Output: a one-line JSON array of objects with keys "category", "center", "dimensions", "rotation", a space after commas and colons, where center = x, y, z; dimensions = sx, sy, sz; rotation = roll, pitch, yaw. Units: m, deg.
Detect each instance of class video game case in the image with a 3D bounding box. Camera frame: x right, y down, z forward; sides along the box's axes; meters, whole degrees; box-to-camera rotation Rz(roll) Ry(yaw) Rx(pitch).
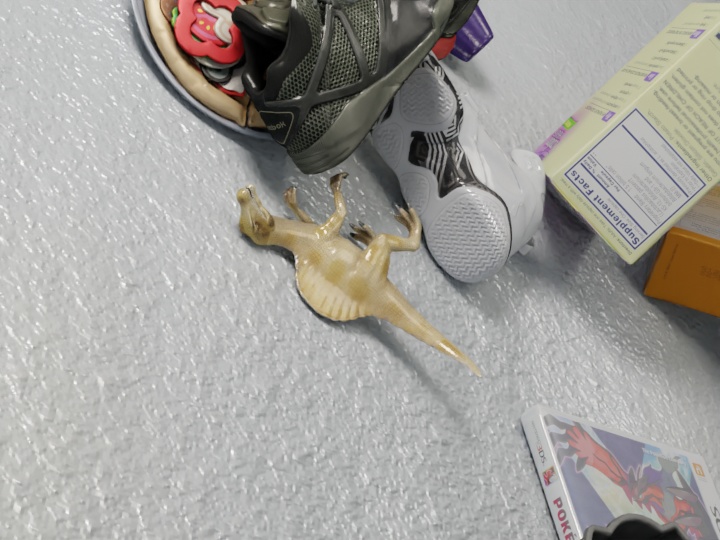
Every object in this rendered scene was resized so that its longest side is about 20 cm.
[{"category": "video game case", "center": [0.211, 0.195, 1.091], "dimensions": [0.200, 0.023, 0.182], "rotation": [19, 42, -38]}]

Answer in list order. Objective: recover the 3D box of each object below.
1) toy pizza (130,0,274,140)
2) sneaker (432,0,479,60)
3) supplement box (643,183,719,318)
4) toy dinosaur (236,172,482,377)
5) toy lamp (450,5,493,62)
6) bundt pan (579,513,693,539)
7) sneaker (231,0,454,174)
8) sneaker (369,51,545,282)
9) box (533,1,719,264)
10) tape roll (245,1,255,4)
[{"category": "toy pizza", "center": [-0.071, -0.189, 1.086], "dimensions": [0.200, 0.032, 0.200], "rotation": [13, 65, -30]}, {"category": "sneaker", "center": [0.020, -0.263, 1.208], "dimensions": [0.200, 0.098, 0.071], "rotation": [45, 33, -5]}, {"category": "supplement box", "center": [0.338, -0.035, 1.400], "dimensions": [0.126, 0.074, 0.200], "rotation": [18, 33, 7]}, {"category": "toy dinosaur", "center": [0.000, 0.000, 1.030], "dimensions": [0.200, 0.058, 0.101], "rotation": [35, 49, -8]}, {"category": "toy lamp", "center": [0.038, -0.267, 1.344], "dimensions": [0.200, 0.058, 0.058], "rotation": [45, 32, -2]}, {"category": "bundt pan", "center": [0.167, 0.252, 0.908], "dimensions": [0.202, 0.076, 0.202], "rotation": [21, 50, -28]}, {"category": "sneaker", "center": [-0.012, -0.174, 1.049], "dimensions": [0.114, 0.076, 0.199], "rotation": [48, 66, -27]}, {"category": "sneaker", "center": [0.076, -0.091, 1.173], "dimensions": [0.115, 0.075, 0.200], "rotation": [-16, 82, -58]}, {"category": "box", "center": [0.249, -0.118, 1.251], "dimensions": [0.097, 0.200, 0.176], "rotation": [47, 6, -7]}, {"category": "tape roll", "center": [-0.052, -0.215, 1.197], "dimensions": [0.203, 0.037, 0.203], "rotation": [32, 35, -26]}]
